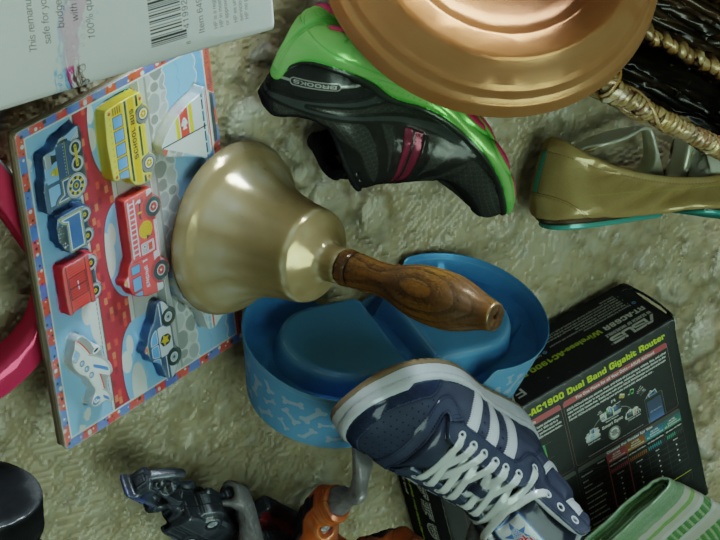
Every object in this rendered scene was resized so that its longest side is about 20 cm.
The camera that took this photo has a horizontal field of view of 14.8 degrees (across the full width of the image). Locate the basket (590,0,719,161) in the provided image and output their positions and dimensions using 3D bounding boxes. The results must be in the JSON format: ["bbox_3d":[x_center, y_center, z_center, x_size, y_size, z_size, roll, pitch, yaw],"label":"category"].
[{"bbox_3d":[0.217,-0.143,1.651,0.199,0.149,0.143,24,95,-24],"label":"basket"}]

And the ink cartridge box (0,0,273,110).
[{"bbox_3d":[-0.168,-0.184,1.399,0.199,0.146,0.148,-19,122,-26],"label":"ink cartridge box"}]

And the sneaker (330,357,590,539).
[{"bbox_3d":[0.065,0.121,1.599,0.070,0.109,0.200,-38,151,18],"label":"sneaker"}]

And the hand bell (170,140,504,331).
[{"bbox_3d":[0.000,0.000,1.553,0.104,0.199,0.105,-24,123,-44],"label":"hand bell"}]

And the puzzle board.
[{"bbox_3d":[-0.126,-0.016,1.565,0.150,0.017,0.201,-32,128,-39],"label":"puzzle board"}]

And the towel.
[{"bbox_3d":[0.175,0.198,1.824,0.152,0.023,0.200,-43,155,10],"label":"towel"}]

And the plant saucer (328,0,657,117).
[{"bbox_3d":[0.075,-0.184,1.548,0.199,0.201,0.037,-30,168,-18],"label":"plant saucer"}]

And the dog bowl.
[{"bbox_3d":[0.018,0.051,1.666,0.199,0.112,0.050,-12,134,-29],"label":"dog bowl"}]

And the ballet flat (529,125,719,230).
[{"bbox_3d":[0.196,-0.061,1.758,0.199,0.068,0.064,-3,98,-34],"label":"ballet flat"}]

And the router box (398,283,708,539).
[{"bbox_3d":[0.123,0.122,1.795,0.199,0.062,0.151,-28,126,-20],"label":"router box"}]

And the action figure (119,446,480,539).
[{"bbox_3d":[-0.050,0.174,1.651,0.193,0.105,0.199,-31,144,30],"label":"action figure"}]

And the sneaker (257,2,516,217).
[{"bbox_3d":[0.016,-0.084,1.630,0.084,0.077,0.200,-45,128,15],"label":"sneaker"}]

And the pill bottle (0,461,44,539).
[{"bbox_3d":[-0.222,0.215,1.579,0.111,0.112,0.201,-12,119,-29],"label":"pill bottle"}]

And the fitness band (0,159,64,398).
[{"bbox_3d":[-0.245,-0.006,1.509,0.143,0.037,0.200,-40,127,-8],"label":"fitness band"}]
